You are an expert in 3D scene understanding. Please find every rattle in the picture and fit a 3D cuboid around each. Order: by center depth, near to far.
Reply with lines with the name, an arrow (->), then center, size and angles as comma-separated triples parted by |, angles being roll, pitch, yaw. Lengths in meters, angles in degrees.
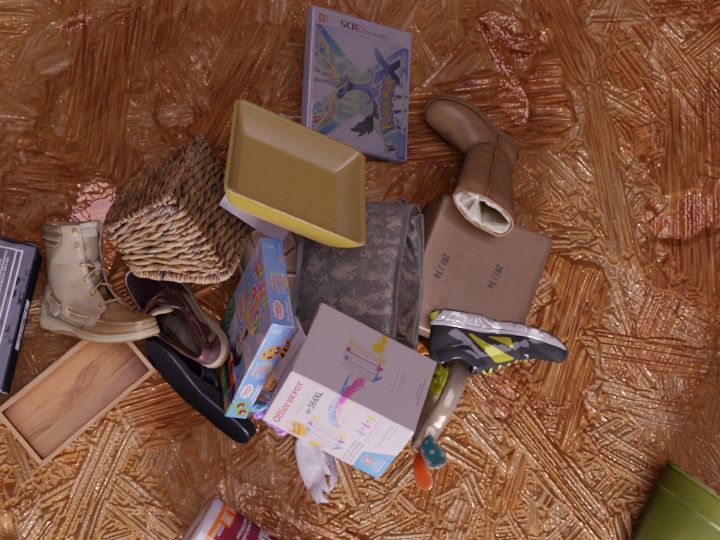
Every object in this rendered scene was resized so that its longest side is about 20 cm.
rattle -> 0.071, 0.187, 1.630 | 0.143, 0.130, 0.201 | 38, 59, -17

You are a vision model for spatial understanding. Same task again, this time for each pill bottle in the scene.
pill bottle -> -0.151, 0.412, 1.582 | 0.200, 0.114, 0.114 | 36, 78, -6

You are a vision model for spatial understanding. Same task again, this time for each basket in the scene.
basket -> -0.248, -0.061, 1.578 | 0.142, 0.200, 0.149 | -25, 115, 22

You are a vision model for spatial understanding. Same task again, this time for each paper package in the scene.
paper package -> 0.157, 0.015, 1.695 | 0.190, 0.103, 0.201 | 22, 81, -7

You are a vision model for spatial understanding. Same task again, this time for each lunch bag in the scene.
lunch bag -> 0.000, 0.000, 1.598 | 0.163, 0.118, 0.201 | 2, 79, 23

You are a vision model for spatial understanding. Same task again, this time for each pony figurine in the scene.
pony figurine -> -0.049, 0.209, 1.620 | 0.199, 0.167, 0.194 | -23, 74, -22

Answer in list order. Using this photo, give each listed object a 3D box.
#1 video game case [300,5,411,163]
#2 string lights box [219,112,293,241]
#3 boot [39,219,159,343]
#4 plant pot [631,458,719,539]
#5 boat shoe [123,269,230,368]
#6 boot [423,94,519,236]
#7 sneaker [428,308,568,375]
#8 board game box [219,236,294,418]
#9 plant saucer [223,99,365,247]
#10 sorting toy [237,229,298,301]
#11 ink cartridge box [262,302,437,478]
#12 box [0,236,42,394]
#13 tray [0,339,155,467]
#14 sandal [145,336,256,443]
video game case -> -0.004, -0.270, 1.698 | 0.182, 0.022, 0.201 | 8, 81, -35
string lights box -> -0.111, -0.132, 1.617 | 0.103, 0.059, 0.200 | 33, 35, -6
boot -> -0.351, 0.011, 1.547 | 0.073, 0.199, 0.156 | -10, 105, -54
plant pot -> 0.475, 0.412, 1.684 | 0.200, 0.200, 0.193 | 36, 90, -6
boat shoe -> -0.264, 0.058, 1.584 | 0.200, 0.072, 0.072 | 45, 105, 23
boot -> 0.157, -0.158, 1.673 | 0.175, 0.066, 0.200 | 29, 37, -8
sneaker -> 0.186, 0.109, 1.608 | 0.199, 0.074, 0.085 | 12, 87, 0
board game box -> -0.143, 0.078, 1.551 | 0.036, 0.200, 0.152 | 9, 45, -23
plant saucer -> -0.091, -0.117, 1.526 | 0.199, 0.049, 0.201 | 22, 38, -19
sorting toy -> -0.080, -0.012, 1.688 | 0.199, 0.036, 0.186 | -23, 89, -17
ink cartridge box -> -0.026, 0.151, 1.505 | 0.199, 0.129, 0.126 | 27, 46, -5
box -> -0.545, 0.046, 1.537 | 0.197, 0.123, 0.201 | 14, 80, -11
tray -> -0.392, 0.166, 1.601 | 0.200, 0.037, 0.099 | -41, 92, -14
sandal -> -0.221, 0.160, 1.626 | 0.200, 0.075, 0.048 | 46, 56, -11
